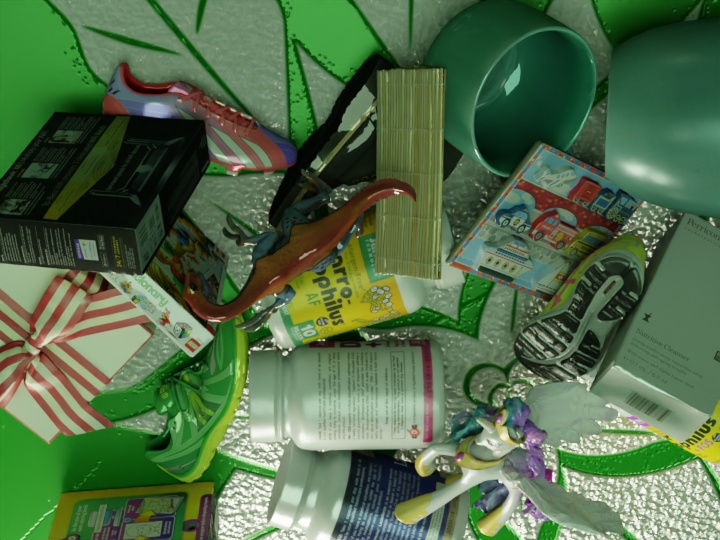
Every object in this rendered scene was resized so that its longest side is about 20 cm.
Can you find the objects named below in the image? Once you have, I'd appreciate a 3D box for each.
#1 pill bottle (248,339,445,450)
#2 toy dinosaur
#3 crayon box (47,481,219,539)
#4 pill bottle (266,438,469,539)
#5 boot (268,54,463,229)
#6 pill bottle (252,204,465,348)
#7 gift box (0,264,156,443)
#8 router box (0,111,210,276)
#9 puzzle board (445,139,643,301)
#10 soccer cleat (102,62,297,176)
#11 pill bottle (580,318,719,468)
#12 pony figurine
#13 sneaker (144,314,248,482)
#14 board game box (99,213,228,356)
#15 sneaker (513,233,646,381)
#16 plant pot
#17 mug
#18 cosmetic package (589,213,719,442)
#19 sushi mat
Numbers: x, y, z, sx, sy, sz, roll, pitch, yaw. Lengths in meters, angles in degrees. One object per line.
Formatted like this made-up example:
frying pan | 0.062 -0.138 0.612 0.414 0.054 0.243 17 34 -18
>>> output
pill bottle | -0.015 0.129 1.680 0.199 0.113 0.114 -1 111 -2
toy dinosaur | -0.077 -0.022 1.506 0.105 0.182 0.200 49 138 -7
crayon box | -0.240 0.298 1.693 0.172 0.200 0.059 -5 112 1
pill bottle | 0.007 0.251 1.727 0.199 0.116 0.116 17 110 -8
boot | 0.012 -0.096 1.620 0.138 0.078 0.200 33 108 -18
pill bottle | 0.000 0.000 1.632 0.199 0.113 0.113 -16 111 4
gift box | -0.294 0.045 1.602 0.200 0.187 0.185 36 106 -13
router box | -0.244 -0.075 1.498 0.156 0.200 0.052 5 125 13
puzzle board | 0.190 -0.041 1.611 0.200 0.017 0.151 19 114 -48
soccer cleat | -0.156 -0.147 1.598 0.199 0.067 0.077 13 111 -3
pill bottle | 0.329 0.123 1.692 0.199 0.104 0.104 28 108 -11
pony figurine | 0.155 0.197 1.620 0.192 0.167 0.200 13 143 -26
sneaker | -0.172 0.133 1.699 0.083 0.074 0.201 20 110 -13
board game box | -0.189 -0.007 1.576 0.035 0.200 0.126 -41 107 15
sneaker | 0.232 0.037 1.656 0.078 0.090 0.200 38 131 -4
plant pot | 0.316 -0.147 1.548 0.160 0.201 0.202 4 111 11
mug | 0.133 -0.168 1.559 0.152 0.114 0.186 -18 127 -28
cosmetic package | 0.321 0.054 1.610 0.113 0.200 0.081 27 153 2
sushi mat | 0.045 -0.093 1.532 0.012 0.096 0.201 -1 94 -37
